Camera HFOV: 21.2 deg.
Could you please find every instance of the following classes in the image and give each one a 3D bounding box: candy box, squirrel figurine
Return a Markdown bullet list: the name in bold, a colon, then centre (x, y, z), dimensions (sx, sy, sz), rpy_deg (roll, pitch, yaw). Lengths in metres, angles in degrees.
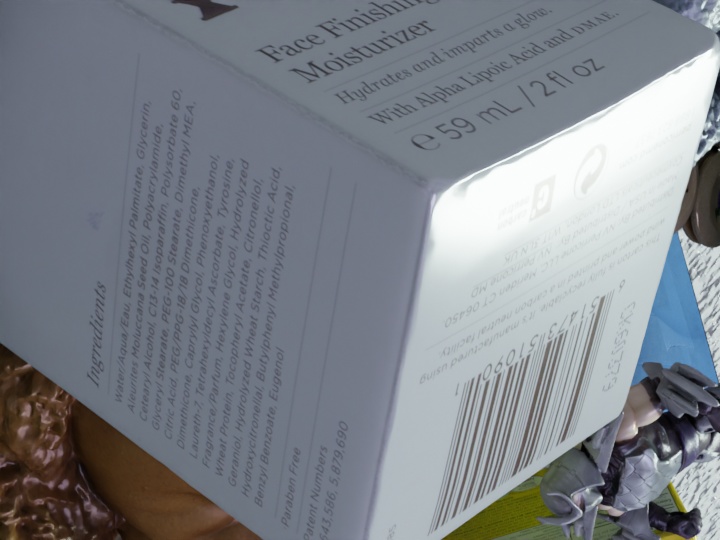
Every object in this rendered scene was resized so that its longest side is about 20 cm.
- **candy box**: centre (0.074, 0.148, 1.028), dimensions (0.198, 0.102, 0.027), rpy_deg (-16, 114, 2)
- **squirrel figurine**: centre (-0.086, 0.093, 0.798), dimensions (0.198, 0.142, 0.188), rpy_deg (4, 127, -11)

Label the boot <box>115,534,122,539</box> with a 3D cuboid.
- **boot**: centre (-0.102, 0.146, 0.922), dimensions (0.200, 0.064, 0.187), rpy_deg (-44, 135, -10)

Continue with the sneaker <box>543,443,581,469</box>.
- **sneaker**: centre (0.116, 0.111, 1.130), dimensions (0.104, 0.075, 0.202), rpy_deg (-4, 125, -45)

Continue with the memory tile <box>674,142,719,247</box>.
- **memory tile**: centre (0.173, -0.090, 0.963), dimensions (0.199, 0.017, 0.155), rpy_deg (6, 93, -52)

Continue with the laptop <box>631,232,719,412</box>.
- **laptop**: centre (0.160, -0.036, 0.978), dimensions (0.186, 0.116, 0.201), rpy_deg (6, 122, -52)

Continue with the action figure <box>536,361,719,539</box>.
- **action figure**: centre (0.167, 0.078, 0.938), dimensions (0.199, 0.070, 0.131), rpy_deg (-24, 155, -22)

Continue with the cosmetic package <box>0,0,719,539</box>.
- **cosmetic package**: centre (-0.012, -0.029, 0.677), dimensions (0.164, 0.199, 0.166), rpy_deg (-28, 139, -43)

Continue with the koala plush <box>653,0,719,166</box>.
- **koala plush**: centre (0.098, -0.159, 0.740), dimensions (0.183, 0.177, 0.201), rpy_deg (-37, 148, -35)
